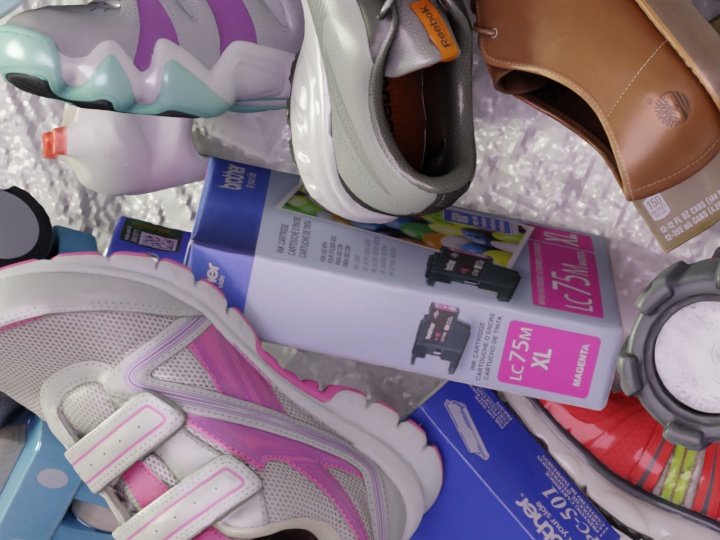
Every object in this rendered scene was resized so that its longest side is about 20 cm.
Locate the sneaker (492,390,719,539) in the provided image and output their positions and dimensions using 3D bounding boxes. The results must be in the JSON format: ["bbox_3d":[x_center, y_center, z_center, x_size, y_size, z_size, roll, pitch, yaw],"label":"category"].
[{"bbox_3d":[0.135,0.075,1.210,0.200,0.077,0.085,35,87,5],"label":"sneaker"}]

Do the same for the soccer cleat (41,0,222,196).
[{"bbox_3d":[-0.090,-0.131,1.228,0.077,0.069,0.201,-1,95,-14],"label":"soccer cleat"}]

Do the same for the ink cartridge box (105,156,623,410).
[{"bbox_3d":[0.000,0.000,1.171,0.199,0.119,0.042,9,108,-1],"label":"ink cartridge box"}]

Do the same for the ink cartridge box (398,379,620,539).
[{"bbox_3d":[0.006,0.129,1.219,0.094,0.044,0.200,49,130,2],"label":"ink cartridge box"}]

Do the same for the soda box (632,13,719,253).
[{"bbox_3d":[0.186,-0.090,1.158,0.200,0.064,0.068,-33,89,17],"label":"soda box"}]

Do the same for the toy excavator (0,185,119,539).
[{"bbox_3d":[-0.087,0.077,1.185,0.199,0.195,0.100,13,137,-16],"label":"toy excavator"}]

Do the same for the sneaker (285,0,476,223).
[{"bbox_3d":[0.006,-0.115,1.120,0.074,0.079,0.201,-19,104,-28],"label":"sneaker"}]

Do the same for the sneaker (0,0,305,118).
[{"bbox_3d":[-0.049,-0.129,1.175,0.078,0.199,0.141,8,96,57],"label":"sneaker"}]

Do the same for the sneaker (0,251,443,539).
[{"bbox_3d":[-0.061,0.066,1.099,0.199,0.088,0.081,29,136,-16],"label":"sneaker"}]

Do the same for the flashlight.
[{"bbox_3d":[0.143,0.015,1.117,0.068,0.200,0.068,45,108,3],"label":"flashlight"}]

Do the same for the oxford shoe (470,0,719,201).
[{"bbox_3d":[0.064,-0.108,1.131,0.071,0.071,0.200,-37,63,-3],"label":"oxford shoe"}]

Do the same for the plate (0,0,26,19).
[{"bbox_3d":[-0.176,-0.183,1.151,0.199,0.026,0.201,-4,81,25],"label":"plate"}]
